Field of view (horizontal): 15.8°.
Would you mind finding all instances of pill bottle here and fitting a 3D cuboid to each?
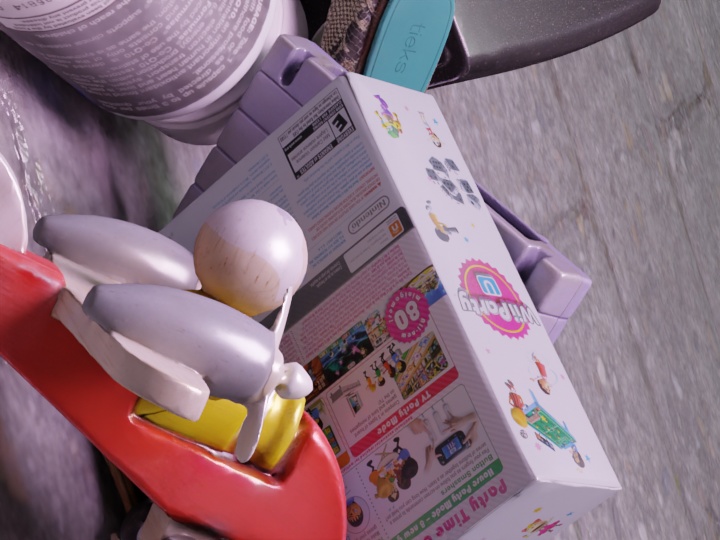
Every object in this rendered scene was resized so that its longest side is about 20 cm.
[{"bbox_3d":[-0.106,-0.136,1.166,0.200,0.114,0.114,40,39,-59],"label":"pill bottle"}]

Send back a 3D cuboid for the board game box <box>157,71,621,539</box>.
[{"bbox_3d":[-0.001,0.042,1.083,0.064,0.148,0.200,11,48,-50],"label":"board game box"}]

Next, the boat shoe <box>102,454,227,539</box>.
[{"bbox_3d":[-0.069,0.114,1.130,0.074,0.076,0.200,11,48,-56],"label":"boat shoe"}]

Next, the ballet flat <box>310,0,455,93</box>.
[{"bbox_3d":[-0.010,-0.059,1.232,0.068,0.075,0.200,9,103,-36],"label":"ballet flat"}]

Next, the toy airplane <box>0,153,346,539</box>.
[{"bbox_3d":[-0.087,0.018,0.998,0.200,0.141,0.199,46,-2,30],"label":"toy airplane"}]

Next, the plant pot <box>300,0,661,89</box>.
[{"bbox_3d":[0.009,-0.175,1.328,0.177,0.200,0.200,-43,117,-55],"label":"plant pot"}]

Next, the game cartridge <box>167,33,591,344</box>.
[{"bbox_3d":[0.000,0.000,1.149,0.038,0.130,0.200,6,30,-50],"label":"game cartridge"}]

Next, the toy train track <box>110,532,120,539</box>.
[{"bbox_3d":[-0.075,0.187,1.118,0.115,0.033,0.200,52,-7,40],"label":"toy train track"}]
